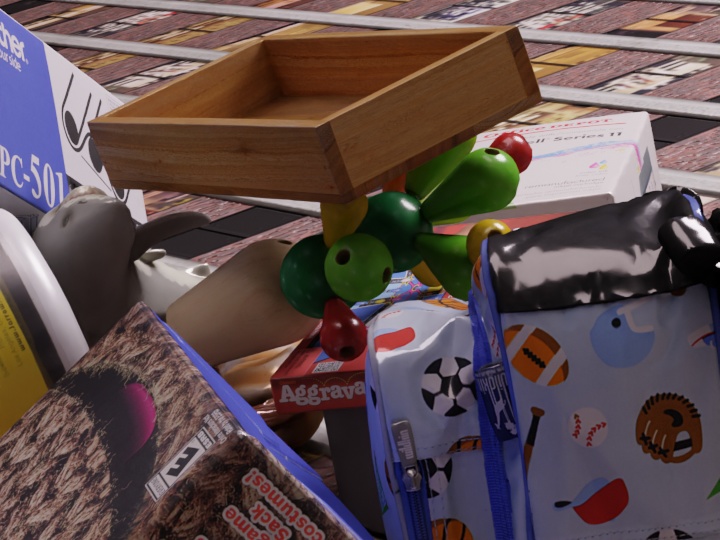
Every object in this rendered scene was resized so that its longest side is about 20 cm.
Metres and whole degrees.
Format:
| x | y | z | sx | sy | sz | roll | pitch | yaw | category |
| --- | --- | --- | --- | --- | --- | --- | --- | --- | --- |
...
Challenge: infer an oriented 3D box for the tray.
| x | y | z | sx | sy | sz | roll | pitch | yaw | category |
| --- | --- | --- | --- | --- | --- | --- | --- | --- | --- |
| -0.023 | -0.064 | 1.100 | 0.099 | 0.037 | 0.200 | -29 | 16 | -26 | tray |

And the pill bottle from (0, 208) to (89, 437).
| x | y | z | sx | sy | sz | roll | pitch | yaw | category |
| --- | --- | --- | --- | --- | --- | --- | --- | --- | --- |
| -0.208 | 0.063 | 1.068 | 0.200 | 0.112 | 0.112 | -26 | 19 | -11 | pill bottle |

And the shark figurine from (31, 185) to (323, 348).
| x | y | z | sx | sy | sz | roll | pitch | yaw | category |
| --- | --- | --- | --- | --- | --- | --- | --- | --- | --- |
| -0.093 | 0.025 | 1.208 | 0.128 | 0.090 | 0.214 | -18 | -19 | 29 | shark figurine |

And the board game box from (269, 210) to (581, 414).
| x | y | z | sx | sy | sz | roll | pitch | yaw | category |
| --- | --- | --- | --- | --- | --- | --- | --- | --- | --- |
| 0.038 | 0.016 | 1.195 | 0.103 | 0.019 | 0.200 | -5 | 17 | 18 | board game box |

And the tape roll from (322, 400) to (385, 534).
| x | y | z | sx | sy | sz | roll | pitch | yaw | category |
| --- | --- | --- | --- | --- | --- | --- | --- | --- | --- |
| 0.082 | 0.053 | 1.190 | 0.200 | 0.066 | 0.200 | -11 | 15 | 3 | tape roll |

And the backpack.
| x | y | z | sx | sy | sz | roll | pitch | yaw | category |
| --- | --- | --- | --- | --- | --- | --- | --- | --- | --- |
| 0.081 | 0.076 | 0.881 | 0.154 | 0.191 | 0.200 | -16 | 0 | 10 | backpack |

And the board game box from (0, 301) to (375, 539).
| x | y | z | sx | sy | sz | roll | pitch | yaw | category |
| --- | --- | --- | --- | --- | --- | --- | --- | --- | --- |
| -0.091 | 0.128 | 0.827 | 0.200 | 0.097 | 0.159 | -45 | 20 | -2 | board game box |

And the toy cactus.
| x | y | z | sx | sy | sz | roll | pitch | yaw | category |
| --- | --- | --- | --- | --- | --- | --- | --- | --- | --- |
| 0.000 | 0.000 | 1.122 | 0.165 | 0.102 | 0.200 | -26 | 15 | 18 | toy cactus |

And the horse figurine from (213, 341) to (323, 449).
| x | y | z | sx | sy | sz | roll | pitch | yaw | category |
| --- | --- | --- | --- | --- | --- | --- | --- | --- | --- |
| -0.064 | 0.058 | 1.301 | 0.132 | 0.050 | 0.200 | -17 | 14 | -1 | horse figurine |

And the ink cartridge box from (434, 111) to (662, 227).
| x | y | z | sx | sy | sz | roll | pitch | yaw | category |
| --- | --- | --- | --- | --- | --- | --- | --- | --- | --- |
| 0.102 | -0.035 | 1.477 | 0.117 | 0.067 | 0.200 | -7 | 16 | 15 | ink cartridge box |

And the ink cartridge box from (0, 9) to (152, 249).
| x | y | z | sx | sy | sz | roll | pitch | yaw | category |
| --- | --- | --- | --- | --- | --- | --- | --- | --- | --- |
| -0.152 | -0.054 | 1.219 | 0.044 | 0.094 | 0.200 | -15 | -16 | 13 | ink cartridge box |
